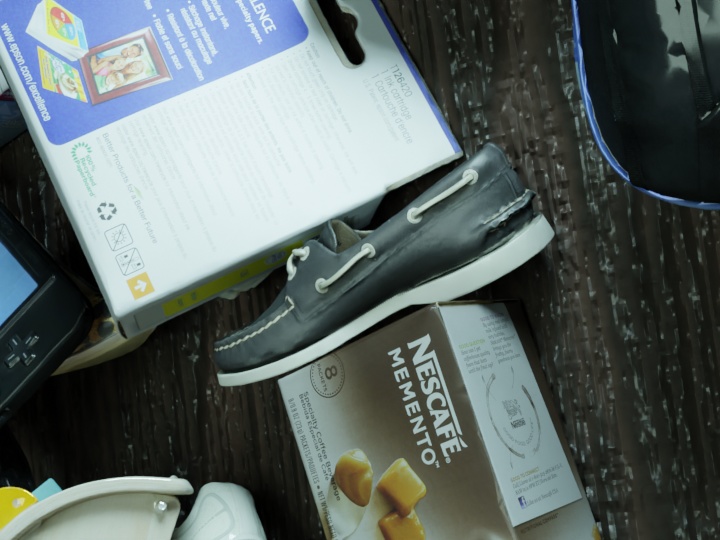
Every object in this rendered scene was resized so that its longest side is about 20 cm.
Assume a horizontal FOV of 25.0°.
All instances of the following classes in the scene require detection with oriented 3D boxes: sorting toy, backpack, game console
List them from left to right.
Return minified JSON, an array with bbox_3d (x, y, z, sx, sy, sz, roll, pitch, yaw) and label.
[{"bbox_3d":[-0.281,0.015,0.927,0.176,0.116,0.200,-46,51,-2],"label":"game console"},{"bbox_3d":[-0.177,0.199,0.920,0.106,0.180,0.201,19,82,-5],"label":"sorting toy"},{"bbox_3d":[0.180,-0.129,0.652,0.182,0.147,0.202,0,96,36],"label":"backpack"}]

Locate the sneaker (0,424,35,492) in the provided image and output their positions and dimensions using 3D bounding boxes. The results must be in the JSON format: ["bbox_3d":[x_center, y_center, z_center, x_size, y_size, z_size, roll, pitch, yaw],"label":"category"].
[{"bbox_3d":[-0.265,0.106,0.989,0.083,0.072,0.200,-41,52,7],"label":"sneaker"}]

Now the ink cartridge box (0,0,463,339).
[{"bbox_3d":[-0.077,-0.094,0.871,0.199,0.047,0.199,-24,72,-11],"label":"ink cartridge box"}]

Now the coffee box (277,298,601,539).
[{"bbox_3d":[0.049,0.127,0.800,0.114,0.079,0.201,-26,76,35],"label":"coffee box"}]

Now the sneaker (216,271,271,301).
[{"bbox_3d":[-0.101,-0.077,0.927,0.085,0.077,0.201,-39,72,10],"label":"sneaker"}]

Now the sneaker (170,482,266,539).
[{"bbox_3d":[-0.108,0.201,0.936,0.200,0.075,0.081,-50,41,31],"label":"sneaker"}]

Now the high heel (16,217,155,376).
[{"bbox_3d":[-0.196,-0.007,0.984,0.199,0.071,0.144,-18,87,45],"label":"high heel"}]

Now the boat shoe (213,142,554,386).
[{"bbox_3d":[0.000,0.000,0.825,0.199,0.074,0.061,-26,98,28],"label":"boat shoe"}]

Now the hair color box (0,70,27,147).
[{"bbox_3d":[-0.255,-0.130,1.035,0.199,0.060,0.100,-28,75,35],"label":"hair color box"}]
